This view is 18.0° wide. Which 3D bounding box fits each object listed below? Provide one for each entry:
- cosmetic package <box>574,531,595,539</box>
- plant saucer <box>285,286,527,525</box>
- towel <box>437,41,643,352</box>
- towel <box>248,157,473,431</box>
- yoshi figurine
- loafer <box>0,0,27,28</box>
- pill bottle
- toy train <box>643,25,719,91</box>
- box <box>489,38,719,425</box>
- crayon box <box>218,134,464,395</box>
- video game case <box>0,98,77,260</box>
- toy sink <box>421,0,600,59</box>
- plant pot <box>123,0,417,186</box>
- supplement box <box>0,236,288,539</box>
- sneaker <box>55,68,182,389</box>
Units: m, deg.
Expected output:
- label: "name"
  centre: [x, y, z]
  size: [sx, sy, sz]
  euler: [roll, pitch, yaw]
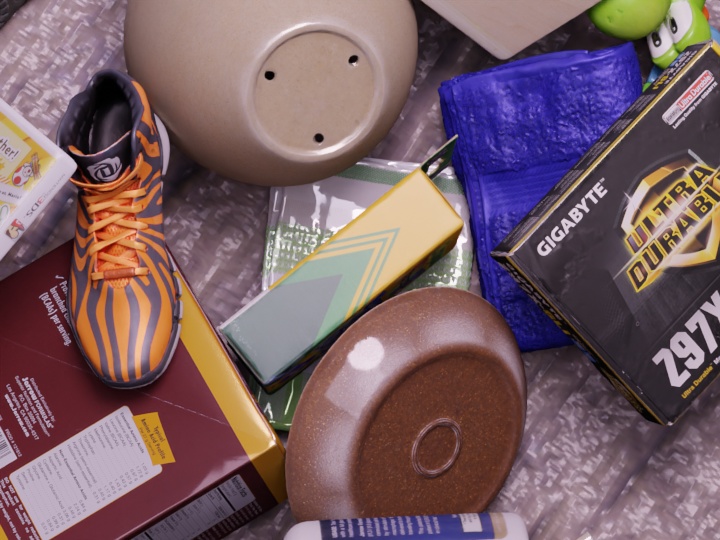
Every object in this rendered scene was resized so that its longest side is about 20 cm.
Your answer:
- label: "cosmetic package"
  centre: [0.099, 0.274, 1.520]
  size: [0.199, 0.071, 0.106]
  euler: [-32, 80, -4]
- label: "plant saucer"
  centre: [0.042, 0.111, 1.499]
  size: [0.201, 0.200, 0.037]
  euler: [-52, 42, -7]
- label: "towel"
  centre: [0.133, -0.045, 1.540]
  size: [0.147, 0.049, 0.202]
  euler: [-10, 94, 28]
- label: "towel"
  centre: [0.001, 0.018, 1.585]
  size: [0.148, 0.031, 0.202]
  euler: [7, 81, 3]
- label: "yoshi figurine"
  centre: [0.181, -0.231, 1.561]
  size: [0.111, 0.113, 0.201]
  euler: [-13, 63, -9]
- label: "loafer"
  centre: [-0.274, -0.213, 1.612]
  size: [0.200, 0.075, 0.070]
  euler: [-37, 70, -10]
- label: "pill bottle"
  centre: [0.007, 0.213, 1.436]
  size: [0.198, 0.111, 0.112]
  euler: [-2, 81, -3]
- label: "toy train"
  centre: [0.283, -0.089, 1.580]
  size: [0.199, 0.085, 0.116]
  euler: [23, 68, 4]
- label: "box"
  centre: [0.209, -0.024, 1.486]
  size: [0.200, 0.049, 0.160]
  euler: [-45, 101, -8]
- label: "crayon box"
  centre: [0.000, 0.000, 1.514]
  size: [0.200, 0.126, 0.052]
  euler: [-40, 85, -4]
- label: "video game case"
  centre: [-0.287, -0.041, 1.417]
  size: [0.182, 0.023, 0.200]
  euler: [-50, 47, -3]
- label: "toy sink"
  centre: [0.088, -0.270, 1.531]
  size: [0.112, 0.130, 0.201]
  euler: [-30, 46, 30]
- label: "plant pot"
  centre: [-0.045, -0.137, 1.482]
  size: [0.199, 0.135, 0.202]
  euler: [-7, 114, -15]
- label: "supplement box"
  centre: [-0.176, 0.100, 1.507]
  size: [0.199, 0.133, 0.198]
  euler: [-30, 71, -4]
- label: "sneaker"
  centre: [-0.159, -0.032, 1.419]
  size: [0.077, 0.112, 0.201]
  euler: [-8, 70, 3]
